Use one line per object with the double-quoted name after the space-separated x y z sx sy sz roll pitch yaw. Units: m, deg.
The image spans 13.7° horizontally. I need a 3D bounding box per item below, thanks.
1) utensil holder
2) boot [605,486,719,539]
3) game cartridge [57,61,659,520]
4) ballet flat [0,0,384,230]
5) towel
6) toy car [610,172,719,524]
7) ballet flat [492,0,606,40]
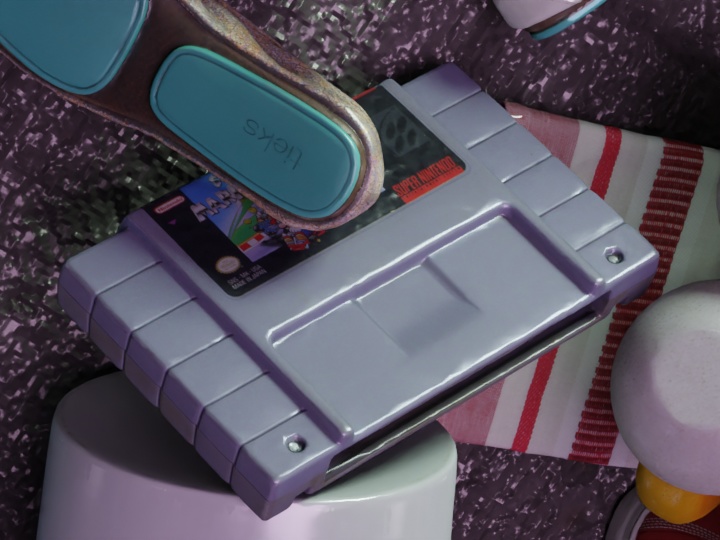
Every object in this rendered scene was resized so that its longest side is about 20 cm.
-0.051 0.154 1.167 0.170 0.170 0.200 -1 108 -22 "utensil holder"
0.144 0.206 1.282 0.072 0.144 0.200 2 110 -25 "boot"
0.000 0.000 1.127 0.200 0.130 0.038 -29 156 -32 "game cartridge"
-0.075 -0.083 1.114 0.200 0.067 0.068 39 107 4 "ballet flat"
0.122 0.015 1.270 0.200 0.023 0.144 11 103 -28 "towel"
0.201 0.030 1.185 0.200 0.150 0.175 -61 161 3 "toy car"
0.132 -0.167 1.186 0.200 0.069 0.069 -33 118 -8 "ballet flat"
